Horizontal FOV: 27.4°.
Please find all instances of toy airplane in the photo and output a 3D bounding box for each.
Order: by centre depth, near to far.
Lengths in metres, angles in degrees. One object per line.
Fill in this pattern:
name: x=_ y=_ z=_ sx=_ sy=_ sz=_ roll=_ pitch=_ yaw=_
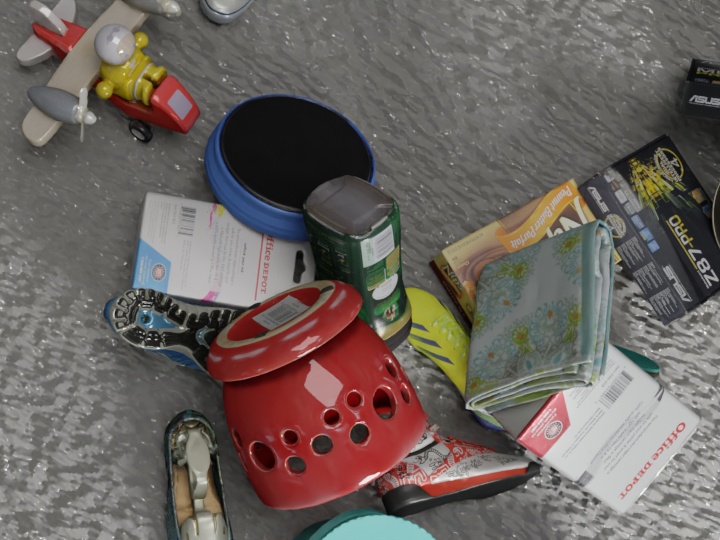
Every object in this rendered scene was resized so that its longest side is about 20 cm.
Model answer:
toy airplane: x=-0.286 y=-0.242 z=1.644 sx=0.198 sy=0.141 sz=0.201 roll=-8 pitch=78 yaw=-16

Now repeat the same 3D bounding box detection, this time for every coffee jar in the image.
coffee jar: x=0.000 y=0.000 z=1.621 sx=0.085 sy=0.200 sz=0.104 roll=-37 pitch=51 yaw=-27

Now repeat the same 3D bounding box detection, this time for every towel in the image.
towel: x=0.192 y=0.051 z=1.601 sx=0.048 sy=0.171 sz=0.201 roll=38 pitch=49 yaw=-34

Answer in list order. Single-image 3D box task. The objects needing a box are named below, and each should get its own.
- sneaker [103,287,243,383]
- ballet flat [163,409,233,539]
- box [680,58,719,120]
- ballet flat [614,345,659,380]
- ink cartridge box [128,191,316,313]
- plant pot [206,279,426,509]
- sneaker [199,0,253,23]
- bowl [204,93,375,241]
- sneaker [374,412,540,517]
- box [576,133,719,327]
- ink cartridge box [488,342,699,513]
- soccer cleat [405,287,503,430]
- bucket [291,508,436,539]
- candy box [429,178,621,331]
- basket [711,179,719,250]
sneaker: x=-0.192 y=0.065 z=1.619 sx=0.200 sy=0.090 sz=0.079 roll=26 pitch=80 yaw=-29
ballet flat: x=-0.175 y=0.247 z=1.580 sx=0.074 sy=0.074 sz=0.201 roll=-9 pitch=78 yaw=-17
box: x=0.498 y=-0.212 z=1.809 sx=0.199 sy=0.160 sz=0.044 roll=11 pitch=111 yaw=13
ballet flat: x=0.257 y=0.110 z=1.728 sx=0.199 sy=0.074 sz=0.075 roll=20 pitch=70 yaw=-23
ink cartridge box: x=-0.153 y=-0.009 z=1.655 sx=0.199 sy=0.068 sz=0.116 roll=10 pitch=72 yaw=-12
plant pot: x=-0.056 y=0.124 z=1.551 sx=0.200 sy=0.200 sz=0.183 roll=-33 pitch=107 yaw=-21
sneaker: x=-0.133 y=-0.388 z=1.762 sx=0.073 sy=0.071 sz=0.201 roll=26 pitch=70 yaw=-7
bowl: x=-0.076 y=-0.123 z=1.682 sx=0.200 sy=0.039 sz=0.201 roll=10 pitch=49 yaw=-12
sneaker: x=0.103 y=0.205 z=1.666 sx=0.201 sy=0.067 sz=0.108 roll=-9 pitch=64 yaw=-26
box: x=0.371 y=-0.052 z=1.795 sx=0.161 sy=0.049 sz=0.200 roll=-27 pitch=84 yaw=-39
ink cartridge box: x=0.260 y=0.159 z=1.645 sx=0.200 sy=0.084 sz=0.144 roll=37 pitch=95 yaw=-33
soccer cleat: x=0.116 y=0.095 z=1.691 sx=0.065 sy=0.084 sz=0.200 roll=-37 pitch=87 yaw=-20
bucket: x=0.003 y=0.352 z=1.563 sx=0.206 sy=0.135 sz=0.208 roll=4 pitch=73 yaw=-15
candy box: x=0.197 y=-0.012 z=1.757 sx=0.200 sy=0.055 sz=0.116 roll=-28 pitch=84 yaw=-21
basket: x=0.536 y=-0.104 z=1.807 sx=0.136 sy=0.181 sz=0.200 roll=30 pitch=38 yaw=25
